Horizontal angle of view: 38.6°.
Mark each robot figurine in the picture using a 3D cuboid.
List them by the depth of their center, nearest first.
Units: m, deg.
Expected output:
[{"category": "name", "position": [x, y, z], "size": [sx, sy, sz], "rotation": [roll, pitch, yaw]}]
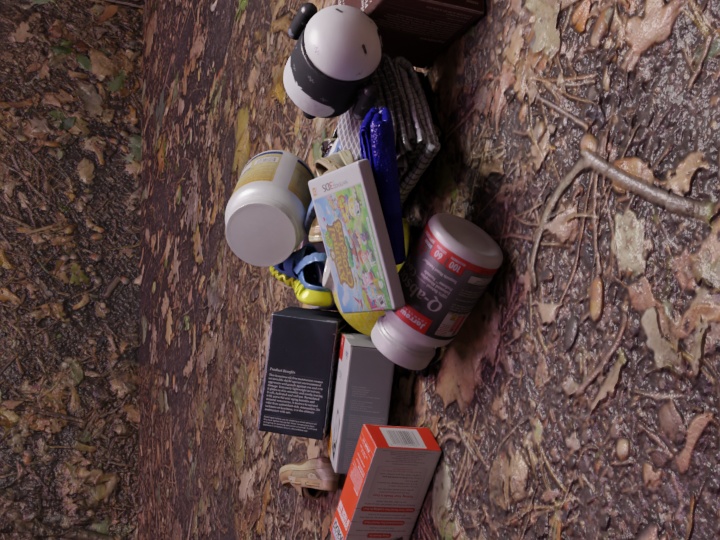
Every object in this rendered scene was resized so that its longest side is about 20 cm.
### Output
[{"category": "robot figurine", "position": [-0.042, -0.309, 1.539], "size": [0.200, 0.149, 0.126], "rotation": [133, 152, -60]}]

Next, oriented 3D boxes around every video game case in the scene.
[{"category": "video game case", "position": [-0.009, -0.041, 1.426], "size": [0.182, 0.022, 0.202], "rotation": [-9, 96, 66]}]

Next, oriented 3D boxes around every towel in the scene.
[{"category": "towel", "position": [0.029, -0.119, 1.431], "size": [0.148, 0.049, 0.202], "rotation": [-93, -3, -75]}, {"category": "towel", "position": [0.034, -0.212, 1.599], "size": [0.166, 0.085, 0.202], "rotation": [-54, 40, 47]}]

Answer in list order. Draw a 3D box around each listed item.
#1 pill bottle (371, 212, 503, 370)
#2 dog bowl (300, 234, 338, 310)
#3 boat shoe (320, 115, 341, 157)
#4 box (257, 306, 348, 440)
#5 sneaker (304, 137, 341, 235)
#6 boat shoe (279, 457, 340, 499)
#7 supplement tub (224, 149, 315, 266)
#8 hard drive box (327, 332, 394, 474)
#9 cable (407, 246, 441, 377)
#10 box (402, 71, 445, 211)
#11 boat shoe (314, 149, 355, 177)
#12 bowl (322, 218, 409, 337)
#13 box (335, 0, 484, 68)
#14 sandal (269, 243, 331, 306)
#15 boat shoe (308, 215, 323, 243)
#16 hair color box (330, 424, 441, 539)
[{"category": "pill bottle", "position": [0.101, 0.032, 1.420], "size": [0.201, 0.115, 0.116], "rotation": [-60, 31, 24]}, {"category": "dog bowl", "position": [-0.041, -0.028, 1.848], "size": [0.200, 0.078, 0.202], "rotation": [-174, 90, -67]}, {"category": "boat shoe", "position": [-0.041, -0.213, 1.823], "size": [0.073, 0.065, 0.201], "rotation": [-3, 56, 57]}, {"category": "box", "position": [-0.095, 0.171, 1.782], "size": [0.200, 0.122, 0.201], "rotation": [-13, -69, -85]}, {"category": "sneaker", "position": [-0.039, -0.147, 1.747], "size": [0.201, 0.073, 0.082], "rotation": [-63, 25, 4]}, {"category": "boat shoe", "position": [-0.098, 0.387, 1.887], "size": [0.200, 0.071, 0.065], "rotation": [146, 127, -59]}, {"category": "supplement tub", "position": [-0.157, -0.109, 1.796], "size": [0.201, 0.143, 0.145], "rotation": [-78, 8, -59]}, {"category": "hard drive box", "position": [0.000, 0.211, 1.649], "size": [0.156, 0.076, 0.202], "rotation": [-156, 73, -83]}, {"category": "cable", "position": [0.079, 0.070, 1.583], "size": [0.163, 0.050, 0.202], "rotation": [135, 135, -56]}, {"category": "box", "position": [0.062, -0.202, 1.691], "size": [0.201, 0.049, 0.162], "rotation": [121, 144, -44]}, {"category": "boat shoe", "position": [-0.027, -0.121, 1.525], "size": [0.200, 0.064, 0.073], "rotation": [-112, 14, -58]}, {"category": "bowl", "position": [0.000, 0.000, 1.647], "size": [0.200, 0.107, 0.202], "rotation": [-165, 90, -81]}, {"category": "box", "position": [0.071, -0.438, 1.581], "size": [0.200, 0.163, 0.168], "rotation": [148, 124, -61]}, {"category": "sandal", "position": [-0.095, -0.006, 1.787], "size": [0.200, 0.079, 0.088], "rotation": [33, 111, 55]}, {"category": "boat shoe", "position": [-0.036, -0.098, 1.627], "size": [0.200, 0.073, 0.067], "rotation": [-52, -46, -63]}, {"category": "hair color box", "position": [0.035, 0.331, 1.543], "size": [0.064, 0.110, 0.202], "rotation": [-124, 46, -57]}]
